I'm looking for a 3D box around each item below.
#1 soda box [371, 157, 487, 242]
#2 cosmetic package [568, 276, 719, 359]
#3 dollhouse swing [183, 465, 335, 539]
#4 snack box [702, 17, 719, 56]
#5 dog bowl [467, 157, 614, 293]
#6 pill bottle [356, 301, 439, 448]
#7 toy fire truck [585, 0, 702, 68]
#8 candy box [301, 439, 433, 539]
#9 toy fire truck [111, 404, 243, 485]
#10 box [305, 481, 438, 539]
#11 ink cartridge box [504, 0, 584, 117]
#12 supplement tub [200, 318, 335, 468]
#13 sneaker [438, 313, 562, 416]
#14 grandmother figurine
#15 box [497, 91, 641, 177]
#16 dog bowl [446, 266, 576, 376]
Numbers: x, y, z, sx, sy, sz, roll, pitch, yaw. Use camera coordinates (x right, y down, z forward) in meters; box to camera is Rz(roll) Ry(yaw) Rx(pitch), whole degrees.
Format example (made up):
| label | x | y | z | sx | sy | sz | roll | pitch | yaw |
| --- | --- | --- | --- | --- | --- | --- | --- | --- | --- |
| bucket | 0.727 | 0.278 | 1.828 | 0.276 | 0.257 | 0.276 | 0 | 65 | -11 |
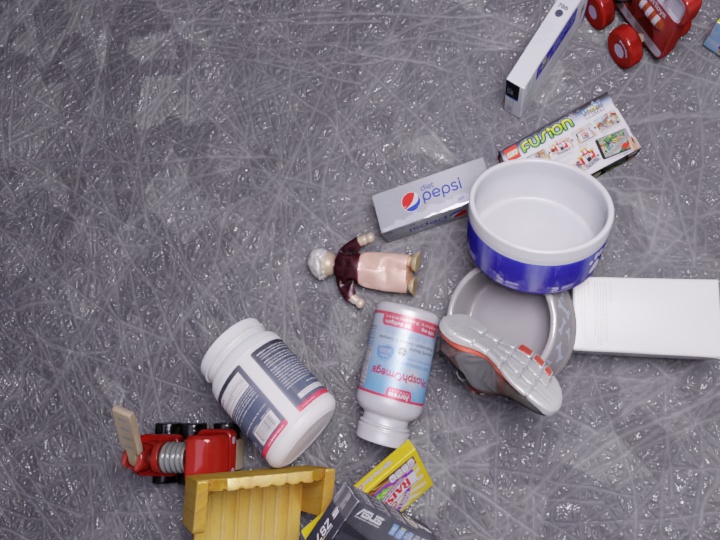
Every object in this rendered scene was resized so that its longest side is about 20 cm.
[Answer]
| label | x | y | z | sx | sy | sz | roll | pitch | yaw |
| --- | --- | --- | --- | --- | --- | --- | --- | --- | --- |
| soda box | 0.121 | -0.115 | 0.919 | 0.194 | 0.063 | 0.071 | -19 | 75 | 9 |
| cosmetic package | 0.404 | 0.070 | 0.804 | 0.192 | 0.085 | 0.112 | 3 | 80 | 13 |
| dollhouse swing | -0.150 | 0.383 | 0.794 | 0.193 | 0.181 | 0.183 | 5 | 73 | -24 |
| snack box | 0.669 | -0.390 | 0.845 | 0.200 | 0.068 | 0.169 | -46 | 73 | 2 |
| dog bowl | 0.249 | -0.068 | 0.787 | 0.192 | 0.080 | 0.204 | -3 | 46 | 3 |
| pill bottle | 0.054 | 0.160 | 0.855 | 0.105 | 0.109 | 0.208 | 10 | 81 | 14 |
| toy fire truck | 0.437 | -0.435 | 0.855 | 0.110 | 0.168 | 0.205 | -27 | 74 | 5 |
| candy box | 0.015 | 0.346 | 0.811 | 0.198 | 0.104 | 0.026 | -37 | 40 | -11 |
| toy fire truck | -0.294 | 0.276 | 0.865 | 0.169 | 0.200 | 0.134 | -2 | 78 | 12 |
| box | 0.004 | 0.411 | 0.781 | 0.163 | 0.199 | 0.049 | -54 | 33 | -5 |
| ink cartridge box | 0.305 | -0.363 | 0.908 | 0.039 | 0.099 | 0.203 | 34 | 87 | 18 |
| supplement tub | -0.147 | 0.191 | 0.879 | 0.200 | 0.140 | 0.141 | 43 | 90 | 17 |
| sneaker | 0.187 | 0.141 | 0.765 | 0.199 | 0.075 | 0.084 | 38 | 132 | 37 |
| grandmother figurine | 0.000 | 0.000 | 0.929 | 0.193 | 0.060 | 0.126 | 9 | 82 | 17 |
| box | 0.336 | -0.191 | 0.899 | 0.195 | 0.035 | 0.113 | -27 | 74 | 7 |
| dog bowl | 0.215 | 0.078 | 0.821 | 0.195 | 0.058 | 0.208 | -8 | 77 | 37 |
